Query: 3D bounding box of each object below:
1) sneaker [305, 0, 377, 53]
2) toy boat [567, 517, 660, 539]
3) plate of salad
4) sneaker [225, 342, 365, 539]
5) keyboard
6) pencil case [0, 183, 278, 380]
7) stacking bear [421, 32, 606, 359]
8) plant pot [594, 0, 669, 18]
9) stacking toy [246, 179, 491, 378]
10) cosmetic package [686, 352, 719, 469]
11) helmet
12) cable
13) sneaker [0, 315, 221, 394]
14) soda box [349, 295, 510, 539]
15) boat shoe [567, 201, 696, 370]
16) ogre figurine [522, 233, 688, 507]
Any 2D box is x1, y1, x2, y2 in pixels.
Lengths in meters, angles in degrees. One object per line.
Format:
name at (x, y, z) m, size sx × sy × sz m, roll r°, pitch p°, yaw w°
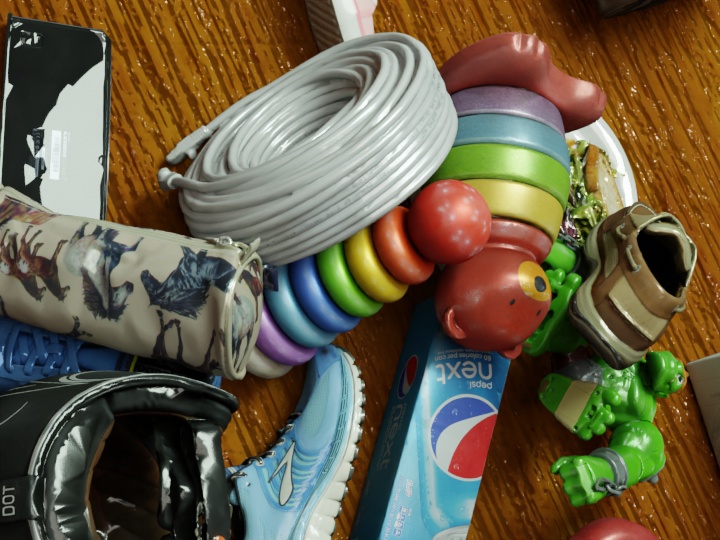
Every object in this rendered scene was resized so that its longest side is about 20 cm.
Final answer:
sneaker at (0.004, -0.246, 0.968) m, size 0.104 × 0.075 × 0.201 m, roll -12°, pitch 78°, yaw -16°
toy boat at (0.227, 0.269, 0.905) m, size 0.200 × 0.131 × 0.131 m, roll 38°, pitch 69°, yaw -8°
plate of salad at (0.134, -0.061, 0.990) m, size 0.199 × 0.048 × 0.201 m, roll 4°, pitch 78°, yaw -19°
sneaker at (-0.053, 0.138, 0.866) m, size 0.090 × 0.078 × 0.201 m, roll 17°, pitch 66°, yaw -2°
keyboard at (-0.237, -0.081, 0.879) m, size 0.127 × 0.021 × 0.201 m, roll 6°, pitch 75°, yaw -24°
pencil case at (-0.155, 0.002, 0.796) m, size 0.199 × 0.078 × 0.090 m, roll 14°, pitch 96°, yaw 13°
stacking bear at (0.095, -0.041, 0.883) m, size 0.121 × 0.113 × 0.201 m, roll 27°, pitch 61°, yaw -42°
plant pot at (0.232, -0.319, 1.013) m, size 0.200 × 0.200 × 0.199 m, roll -20°, pitch 93°, yaw -22°
stacking toy at (0.000, 0.000, 0.846) m, size 0.085 × 0.200 × 0.086 m, roll 43°, pitch 33°, yaw -37°
cosmetic package at (0.372, 0.136, 0.948) m, size 0.123 × 0.199 × 0.201 m, roll -15°, pitch 83°, yaw -22°
helmet at (-0.162, 0.153, 0.756) m, size 0.200 × 0.190 × 0.201 m, roll 16°, pitch 63°, yaw -33°
cable at (-0.030, -0.080, 0.855) m, size 0.200 × 0.200 × 0.069 m, roll -36°, pitch 117°, yaw -5°
sneaker at (-0.189, 0.054, 0.835) m, size 0.199 × 0.078 × 0.066 m, roll 11°, pitch 77°, yaw -15°
soda box at (0.052, 0.121, 0.909) m, size 0.064 × 0.068 × 0.201 m, roll 20°, pitch 72°, yaw -14°
boat shoe at (0.203, -0.002, 0.890) m, size 0.076 × 0.074 × 0.200 m, roll 43°, pitch 29°, yaw -6°
ogre figurine at (0.173, 0.076, 0.930) m, size 0.120 × 0.098 × 0.200 m, roll 23°, pitch 32°, yaw -45°
